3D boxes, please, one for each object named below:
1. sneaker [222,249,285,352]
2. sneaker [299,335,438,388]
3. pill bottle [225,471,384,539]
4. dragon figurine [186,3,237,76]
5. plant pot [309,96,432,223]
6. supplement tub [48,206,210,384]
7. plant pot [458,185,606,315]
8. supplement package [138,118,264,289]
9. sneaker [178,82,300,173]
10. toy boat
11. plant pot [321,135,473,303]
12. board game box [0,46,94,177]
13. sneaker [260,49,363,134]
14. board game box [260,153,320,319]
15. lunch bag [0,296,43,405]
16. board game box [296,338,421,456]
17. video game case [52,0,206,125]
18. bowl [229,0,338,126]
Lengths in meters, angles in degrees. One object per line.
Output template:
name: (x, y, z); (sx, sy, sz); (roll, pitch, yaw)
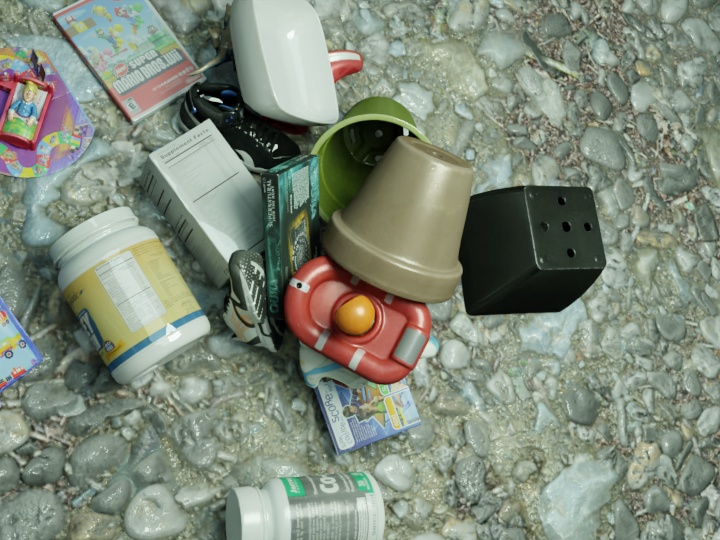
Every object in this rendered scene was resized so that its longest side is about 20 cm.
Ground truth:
sneaker: (-0.160, 0.046, 1.118); (0.079, 0.201, 0.074); (6, 51, 11)
sneaker: (0.013, 0.122, 1.155); (0.198, 0.077, 0.082); (-3, 94, 3)
pill bottle: (-0.077, 0.338, 1.106); (0.198, 0.113, 0.114); (1, 74, -23)
dragon figurine: (-0.200, -0.338, 1.249); (0.058, 0.100, 0.201); (17, 60, 3)
plant pot: (0.024, -0.177, 1.247); (0.199, 0.201, 0.191); (28, 28, -13)
supplement tub: (-0.308, 0.032, 1.080); (0.144, 0.145, 0.201); (-31, 88, -27)
plant pot: (0.287, -0.044, 1.334); (0.198, 0.177, 0.202); (-1, 76, -22)
supplement package: (-0.212, -0.094, 1.175); (0.113, 0.109, 0.201); (-37, 91, -27)
sneaker: (-0.172, -0.213, 1.217); (0.198, 0.112, 0.074); (21, 68, -16)
toy boat: (-0.007, 0.059, 1.057); (0.199, 0.131, 0.131); (27, 84, 7)
plant pot: (0.067, -0.080, 1.093); (0.199, 0.200, 0.176); (17, 108, -17)
board game box: (-0.477, -0.231, 1.142); (0.157, 0.039, 0.201); (-32, 88, -27)
sneaker: (-0.078, -0.282, 1.317); (0.198, 0.078, 0.117); (-16, 90, -13)
board game box: (-0.093, -0.050, 1.124); (0.135, 0.028, 0.202); (-43, 136, -63)
lunch bag: (-0.511, 0.091, 1.018); (0.150, 0.094, 0.201); (-39, 101, -30)
board game box: (-0.006, 0.154, 1.201); (0.134, 0.034, 0.202); (-19, 86, -4)
video game case: (-0.350, -0.337, 1.239); (0.143, 0.017, 0.201); (-38, 91, -27)
bowl: (-0.118, -0.307, 1.194); (0.200, 0.074, 0.202); (-6, 84, -62)
